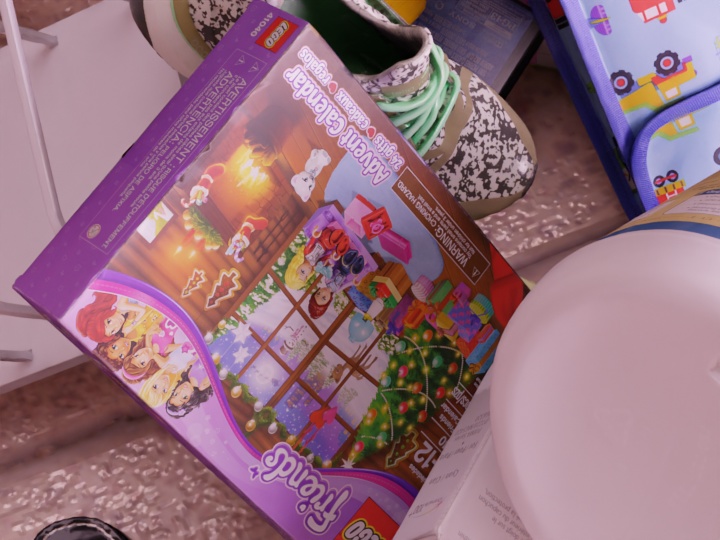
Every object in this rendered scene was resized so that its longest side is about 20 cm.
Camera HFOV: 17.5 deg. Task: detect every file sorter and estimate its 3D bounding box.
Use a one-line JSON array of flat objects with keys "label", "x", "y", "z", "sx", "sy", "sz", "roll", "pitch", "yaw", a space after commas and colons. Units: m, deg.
[{"label": "file sorter", "x": -0.173, "y": -0.027, "z": 0.940, "sx": 0.199, "sy": 0.124, "sz": 0.140, "roll": -21, "pitch": 76, "yaw": 23}]

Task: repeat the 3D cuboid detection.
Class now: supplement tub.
[{"label": "supplement tub", "x": 0.154, "y": 0.033, "z": 0.839, "sx": 0.144, "sy": 0.145, "sz": 0.200, "roll": 36, "pitch": 35, "yaw": 21}]

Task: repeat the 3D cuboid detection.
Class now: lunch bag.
[{"label": "lunch bag", "x": 0.172, "y": -0.089, "z": 1.020, "sx": 0.150, "sy": 0.201, "sz": 0.094, "roll": -27, "pitch": 19, "yaw": -2}]

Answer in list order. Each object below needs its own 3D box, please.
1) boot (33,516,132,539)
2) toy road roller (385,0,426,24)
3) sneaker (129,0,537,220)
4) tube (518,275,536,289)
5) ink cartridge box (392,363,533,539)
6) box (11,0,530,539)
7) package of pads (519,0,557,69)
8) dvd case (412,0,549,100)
[{"label": "boot", "x": -0.090, "y": 0.157, "z": 0.874, "sx": 0.073, "sy": 0.151, "sz": 0.201, "roll": -13, "pitch": 59, "yaw": -7}, {"label": "toy road roller", "x": -0.055, "y": -0.156, "z": 1.005, "sx": 0.199, "sy": 0.147, "sz": 0.123, "roll": 7, "pitch": 37, "yaw": 39}, {"label": "sneaker", "x": 0.006, "y": -0.071, "z": 0.904, "sx": 0.088, "sy": 0.199, "sz": 0.077, "roll": 12, "pitch": 77, "yaw": 54}, {"label": "tube", "x": 0.000, "y": 0.000, "z": 0.940, "sx": 0.058, "sy": 0.200, "sz": 0.052, "roll": 4, "pitch": 71, "yaw": 45}, {"label": "ink cartridge box", "x": 0.095, "y": 0.156, "z": 0.876, "sx": 0.200, "sy": 0.045, "sz": 0.177, "roll": 39, "pitch": 60, "yaw": -13}, {"label": "box", "x": -0.019, "y": 0.016, "z": 0.874, "sx": 0.137, "sy": 0.200, "sz": 0.039, "roll": -50, "pitch": 41, "yaw": -9}, {"label": "package of pads", "x": 0.084, "y": -0.172, "z": 1.124, "sx": 0.199, "sy": 0.068, "sz": 0.155, "roll": 12, "pitch": 58, "yaw": 10}, {"label": "dvd case", "x": -0.026, "y": -0.063, "z": 1.048, "sx": 0.142, "sy": 0.018, "sz": 0.201, "roll": 31, "pitch": 82, "yaw": 13}]
